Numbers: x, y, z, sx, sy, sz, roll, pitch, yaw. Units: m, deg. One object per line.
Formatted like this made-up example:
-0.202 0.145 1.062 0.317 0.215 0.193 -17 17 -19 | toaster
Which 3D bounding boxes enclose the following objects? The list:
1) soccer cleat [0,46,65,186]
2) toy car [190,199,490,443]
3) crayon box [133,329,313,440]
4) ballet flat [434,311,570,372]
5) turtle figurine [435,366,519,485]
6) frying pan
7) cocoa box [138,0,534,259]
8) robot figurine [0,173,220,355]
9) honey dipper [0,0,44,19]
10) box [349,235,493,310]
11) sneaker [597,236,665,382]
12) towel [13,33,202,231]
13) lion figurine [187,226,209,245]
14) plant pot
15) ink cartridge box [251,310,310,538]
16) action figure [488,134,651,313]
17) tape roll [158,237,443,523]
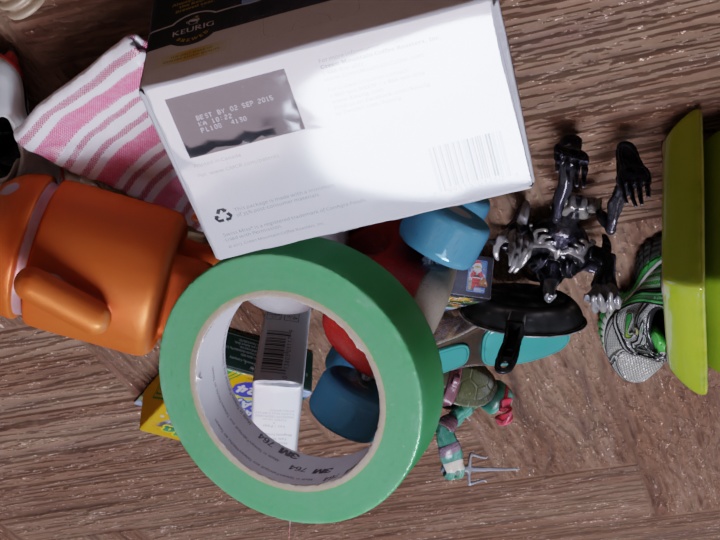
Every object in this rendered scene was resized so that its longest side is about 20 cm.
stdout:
-0.278 -0.088 1.040 0.068 0.085 0.200 1 146 0 | soccer cleat
-0.030 -0.009 1.002 0.200 0.177 0.185 27 106 -2 | toy car
-0.150 0.136 1.405 0.125 0.052 0.200 18 143 -23 | crayon box
0.102 0.057 1.258 0.199 0.067 0.068 -9 137 -18 | ballet flat
0.076 0.118 1.307 0.199 0.150 0.101 20 122 -13 | turtle figurine
0.124 0.042 1.157 0.115 0.031 0.190 13 -162 33 | frying pan
-0.012 -0.115 0.783 0.199 0.131 0.134 -13 130 7 | cocoa box
-0.205 -0.005 0.997 0.199 0.144 0.117 16 146 -2 | robot figurine
-0.279 -0.242 0.860 0.038 0.038 0.200 -16 139 24 | honey dipper
0.000 0.000 1.159 0.199 0.038 0.137 8 173 -13 | box
0.273 0.053 1.244 0.078 0.085 0.200 2 147 -2 | sneaker
-0.135 -0.092 0.984 0.200 0.030 0.146 25 138 -37 | towel
-0.210 -0.016 1.158 0.122 0.073 0.200 -2 180 -27 | lion figurine
0.332 -0.014 1.051 0.181 0.201 0.199 -1 147 16 | plant pot
-0.076 0.124 1.239 0.057 0.163 0.200 9 127 -4 | ink cartridge box
0.171 -0.024 1.116 0.118 0.102 0.200 17 146 3 | action figure
-0.043 0.077 0.926 0.200 0.048 0.201 8 111 21 | tape roll
